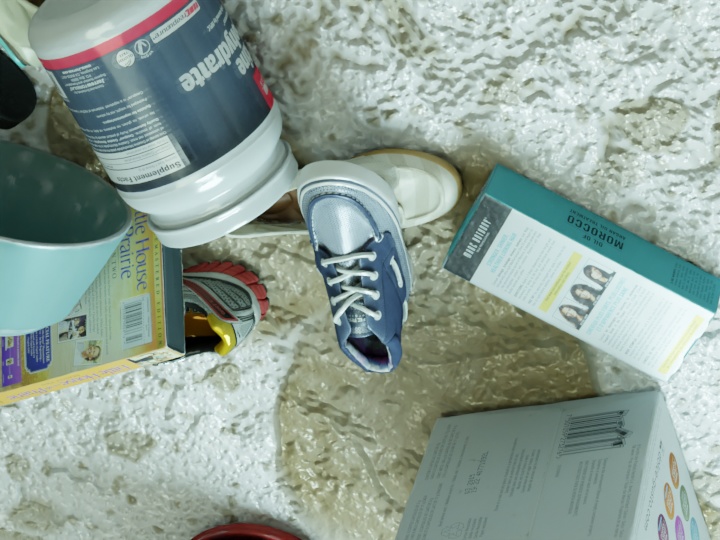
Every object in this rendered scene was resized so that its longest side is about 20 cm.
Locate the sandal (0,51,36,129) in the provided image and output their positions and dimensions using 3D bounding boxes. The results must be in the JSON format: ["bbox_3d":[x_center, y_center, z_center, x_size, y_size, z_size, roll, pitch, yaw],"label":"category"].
[{"bbox_3d":[-0.328,-0.194,1.617,0.200,0.075,0.048,40,132,-21],"label":"sandal"}]

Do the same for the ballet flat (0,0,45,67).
[{"bbox_3d":[-0.295,-0.245,1.583,0.069,0.069,0.200,-30,112,32],"label":"ballet flat"}]

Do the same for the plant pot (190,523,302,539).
[{"bbox_3d":[-0.108,0.335,1.832,0.200,0.183,0.201,9,126,13],"label":"plant pot"}]

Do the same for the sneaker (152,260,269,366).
[{"bbox_3d":[-0.181,0.034,1.715,0.200,0.082,0.078,-2,123,20],"label":"sneaker"}]

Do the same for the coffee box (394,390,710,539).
[{"bbox_3d":[0.162,0.241,1.671,0.200,0.200,0.198,-9,120,23],"label":"coffee box"}]

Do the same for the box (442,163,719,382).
[{"bbox_3d":[0.171,0.003,1.600,0.200,0.049,0.082,28,127,-2],"label":"box"}]

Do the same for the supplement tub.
[{"bbox_3d":[-0.146,-0.133,1.555,0.140,0.140,0.200,-16,117,27],"label":"supplement tub"}]

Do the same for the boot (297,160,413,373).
[{"bbox_3d":[0.000,0.000,1.577,0.073,0.090,0.200,-6,151,16],"label":"boot"}]

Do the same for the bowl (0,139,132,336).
[{"bbox_3d":[-0.288,-0.020,1.628,0.201,0.201,0.105,19,112,5],"label":"bowl"}]

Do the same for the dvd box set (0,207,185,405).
[{"bbox_3d":[-0.235,0.022,1.697,0.200,0.146,0.029,-17,156,26],"label":"dvd box set"}]

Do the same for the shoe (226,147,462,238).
[{"bbox_3d":[-0.018,-0.052,1.622,0.200,0.053,0.070,-3,122,20],"label":"shoe"}]
